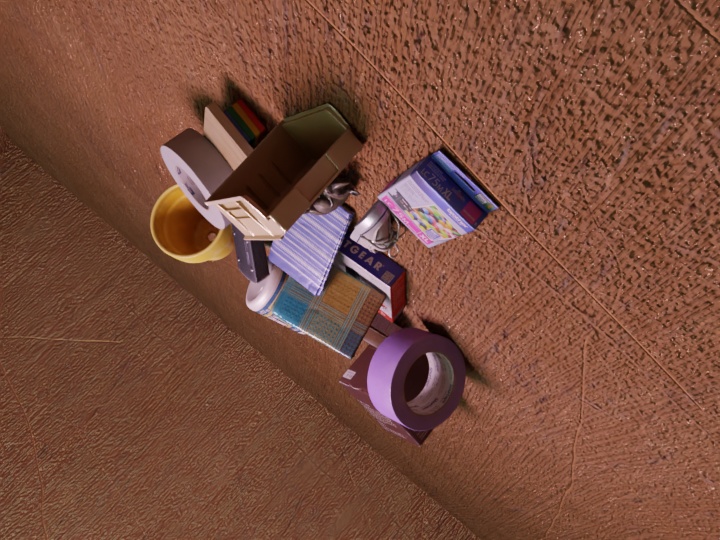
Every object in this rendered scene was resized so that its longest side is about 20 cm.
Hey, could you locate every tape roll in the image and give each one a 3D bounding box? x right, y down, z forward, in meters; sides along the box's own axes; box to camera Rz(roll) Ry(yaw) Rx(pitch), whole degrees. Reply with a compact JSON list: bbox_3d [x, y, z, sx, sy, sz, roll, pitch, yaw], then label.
[{"bbox_3d":[-0.310,-0.182,1.471,0.200,0.066,0.200,44,162,18],"label":"tape roll"},{"bbox_3d":[0.119,0.225,1.541,0.085,0.200,0.200,15,148,55],"label":"tape roll"}]

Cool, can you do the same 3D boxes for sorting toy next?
[{"bbox_3d":[-0.203,-0.208,1.380,0.200,0.070,0.199,50,162,0],"label":"sorting toy"}]

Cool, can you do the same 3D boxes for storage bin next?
[{"bbox_3d":[-0.120,-0.150,1.160,0.094,0.200,0.198,47,161,-21],"label":"storage bin"}]

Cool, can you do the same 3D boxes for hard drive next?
[{"bbox_3d":[-0.254,-0.048,1.703,0.200,0.042,0.136,-155,56,-67],"label":"hard drive"}]

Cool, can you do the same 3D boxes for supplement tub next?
[{"bbox_3d":[-0.155,0.064,1.761,0.200,0.145,0.145,29,168,-24],"label":"supplement tub"}]

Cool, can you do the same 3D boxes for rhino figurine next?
[{"bbox_3d":[-0.057,-0.134,1.273,0.200,0.087,0.060,164,97,-67],"label":"rhino figurine"}]

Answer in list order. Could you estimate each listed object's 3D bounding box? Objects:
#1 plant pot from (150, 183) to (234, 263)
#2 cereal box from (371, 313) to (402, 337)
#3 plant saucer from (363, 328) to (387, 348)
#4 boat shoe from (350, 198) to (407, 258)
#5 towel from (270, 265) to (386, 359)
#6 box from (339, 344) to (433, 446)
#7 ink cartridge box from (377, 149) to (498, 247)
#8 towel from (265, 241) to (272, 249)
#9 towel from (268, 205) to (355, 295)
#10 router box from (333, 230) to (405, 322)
[{"bbox_3d":[-0.408,-0.107,1.900,0.200,0.201,0.189,36,176,16],"label":"plant pot"},{"bbox_3d":[-0.006,0.088,1.658,0.144,0.040,0.200,28,175,38],"label":"cereal box"},{"bbox_3d":[-0.007,0.130,1.661,0.200,0.035,0.200,30,175,3],"label":"plant saucer"},{"bbox_3d":[0.036,-0.061,1.250,0.086,0.075,0.202,40,166,0],"label":"boat shoe"},{"bbox_3d":[-0.066,0.066,1.461,0.199,0.147,0.022,28,177,18],"label":"towel"},{"bbox_3d":[0.094,0.285,1.788,0.200,0.164,0.166,50,161,-24],"label":"box"},{"bbox_3d":[0.107,-0.099,1.075,0.119,0.042,0.200,44,161,-8],"label":"ink cartridge box"},{"bbox_3d":[-0.210,-0.086,1.771,0.200,0.035,0.133,39,160,5],"label":"towel"},{"bbox_3d":[-0.098,-0.065,1.426,0.145,0.024,0.201,36,121,20],"label":"towel"},{"bbox_3d":[0.000,0.000,1.507,0.200,0.049,0.180,35,161,19],"label":"router box"}]
